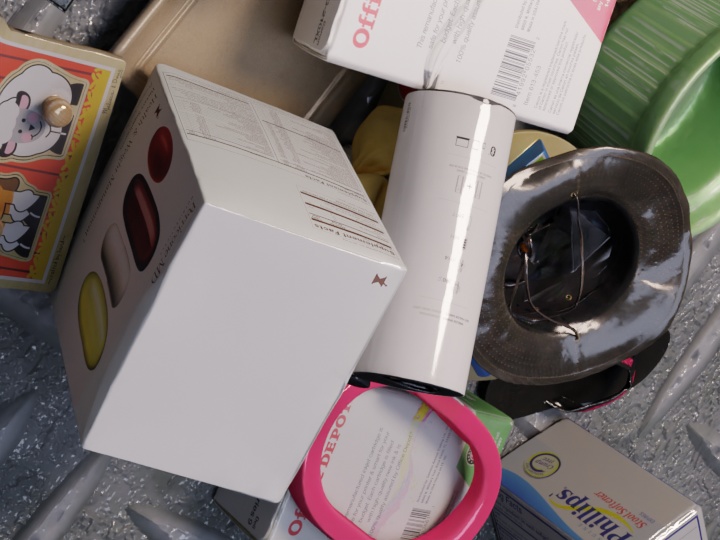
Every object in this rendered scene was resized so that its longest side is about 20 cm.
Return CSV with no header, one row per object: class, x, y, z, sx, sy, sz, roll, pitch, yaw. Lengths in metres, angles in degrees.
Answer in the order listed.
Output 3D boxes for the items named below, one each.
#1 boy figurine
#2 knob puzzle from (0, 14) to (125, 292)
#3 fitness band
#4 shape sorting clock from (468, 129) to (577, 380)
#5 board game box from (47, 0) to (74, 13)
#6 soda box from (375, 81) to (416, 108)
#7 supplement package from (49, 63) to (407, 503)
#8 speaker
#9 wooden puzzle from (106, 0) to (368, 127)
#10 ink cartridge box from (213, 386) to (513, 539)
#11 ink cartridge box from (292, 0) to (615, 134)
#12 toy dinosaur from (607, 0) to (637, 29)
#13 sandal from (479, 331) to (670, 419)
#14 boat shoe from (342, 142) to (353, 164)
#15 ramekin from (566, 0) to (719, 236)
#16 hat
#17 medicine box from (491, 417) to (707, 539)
boy figurine,0.004,-0.019,1.357,0.124,0.064,0.201,55,52,-64
knob puzzle,-0.264,-0.073,1.227,0.218,0.030,0.221,-13,123,-20
fitness band,0.026,0.151,1.448,0.144,0.037,0.200,-50,128,-4
shape sorting clock,0.110,-0.011,1.459,0.199,0.039,0.201,-13,117,-26
board game box,-0.220,-0.268,1.139,0.200,0.028,0.136,36,97,-23
soda box,0.081,-0.170,1.425,0.064,0.068,0.201,19,99,-39
supplement package,-0.096,0.006,1.253,0.146,0.200,0.192,19,113,-25
speaker,0.051,-0.016,1.293,0.081,0.081,0.202,18,79,-40
wooden puzzle,-0.071,-0.166,1.344,0.185,0.037,0.200,-52,135,-5
ink cartridge box,0.003,0.152,1.508,0.199,0.087,0.146,15,101,-41
ink cartridge box,0.070,-0.195,1.323,0.199,0.084,0.146,14,100,-24
toy dinosaur,0.220,-0.206,1.530,0.199,0.058,0.102,-6,126,-47
sandal,0.194,0.093,1.644,0.199,0.045,0.076,-15,119,-30
boat shoe,0.000,0.000,1.449,0.069,0.071,0.201,-21,120,-16
ramekin,0.256,-0.132,1.503,0.199,0.098,0.201,-30,142,-27
hat,0.145,-0.012,1.408,0.199,0.081,0.202,-8,112,-20
medicine box,0.214,0.262,1.647,0.103,0.182,0.201,-30,126,-21
